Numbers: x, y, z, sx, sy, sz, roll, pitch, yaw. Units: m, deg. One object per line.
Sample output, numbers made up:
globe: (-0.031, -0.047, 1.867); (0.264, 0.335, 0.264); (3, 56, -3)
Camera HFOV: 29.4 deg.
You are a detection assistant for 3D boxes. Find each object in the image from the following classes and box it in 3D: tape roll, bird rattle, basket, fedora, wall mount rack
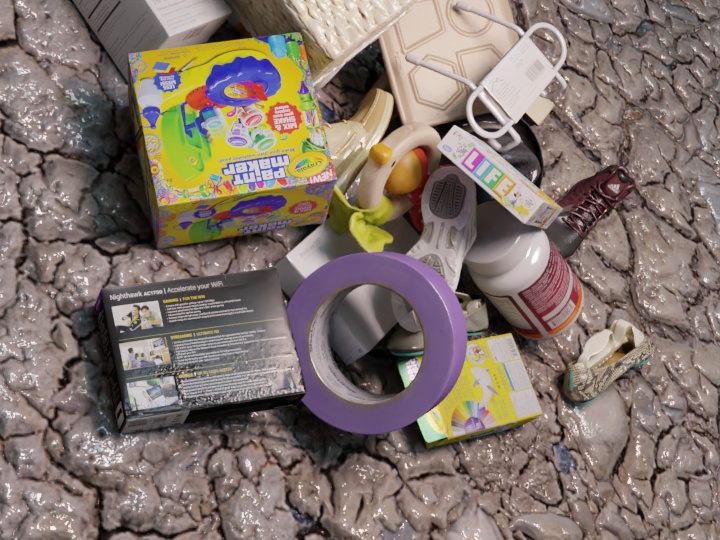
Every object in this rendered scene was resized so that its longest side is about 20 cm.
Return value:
tape roll: (0.016, 0.079, 1.542); (0.200, 0.200, 0.085); (59, 14, 5)
bird rattle: (0.052, -0.101, 1.635); (0.200, 0.163, 0.113); (-20, 53, -34)
basket: (-0.042, -0.351, 1.634); (0.198, 0.161, 0.200); (-39, 99, -16)
fedora: (0.163, -0.115, 1.787); (0.200, 0.092, 0.201); (-5, 106, -18)
wall mount rack: (0.163, -0.252, 1.731); (0.174, 0.075, 0.200); (47, 62, -10)

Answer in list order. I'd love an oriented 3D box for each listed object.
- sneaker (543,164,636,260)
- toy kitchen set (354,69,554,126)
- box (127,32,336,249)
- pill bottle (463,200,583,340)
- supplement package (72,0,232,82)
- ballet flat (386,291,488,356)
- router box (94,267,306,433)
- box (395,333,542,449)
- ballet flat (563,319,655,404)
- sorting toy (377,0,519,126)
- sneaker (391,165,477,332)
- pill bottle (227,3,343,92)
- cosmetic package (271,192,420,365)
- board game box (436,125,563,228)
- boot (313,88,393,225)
sneaker: (0.325, -0.096, 1.953); (0.076, 0.115, 0.200); (46, 46, -7)
toy kitchen set: (0.115, -0.222, 1.887); (0.200, 0.163, 0.181); (42, 75, -13)
box: (-0.149, -0.147, 1.556); (0.199, 0.122, 0.193); (-10, 70, -13)
pill bottle: (0.203, 0.000, 1.755); (0.200, 0.109, 0.110); (47, 38, -48)
supplement package: (-0.269, -0.346, 1.634); (0.114, 0.109, 0.200); (-33, 88, -45)
ballet flat: (0.094, 0.059, 1.697); (0.200, 0.067, 0.064); (-11, 104, -55)
router box: (-0.171, 0.083, 1.467); (0.199, 0.051, 0.150); (-7, 69, -21)
box: (0.128, 0.150, 1.704); (0.200, 0.048, 0.118); (-6, 70, -42)
ballet flat: (0.343, 0.111, 1.872); (0.200, 0.068, 0.076); (-28, 121, -42)
sorting toy: (0.117, -0.287, 1.784); (0.199, 0.036, 0.186); (-15, 87, -20)
sneaker: (0.101, -0.019, 1.638); (0.201, 0.078, 0.099); (-69, 158, -1)
pill bottle: (-0.101, -0.328, 1.755); (0.200, 0.111, 0.111); (43, 47, -10)
cosmetic package: (0.000, 0.000, 1.687); (0.151, 0.052, 0.200); (51, 46, -4)
board game box: (0.168, -0.107, 1.620); (0.134, 0.034, 0.200); (42, 10, 10)
boot: (-0.061, -0.177, 1.704); (0.155, 0.073, 0.200); (36, 73, -13)
